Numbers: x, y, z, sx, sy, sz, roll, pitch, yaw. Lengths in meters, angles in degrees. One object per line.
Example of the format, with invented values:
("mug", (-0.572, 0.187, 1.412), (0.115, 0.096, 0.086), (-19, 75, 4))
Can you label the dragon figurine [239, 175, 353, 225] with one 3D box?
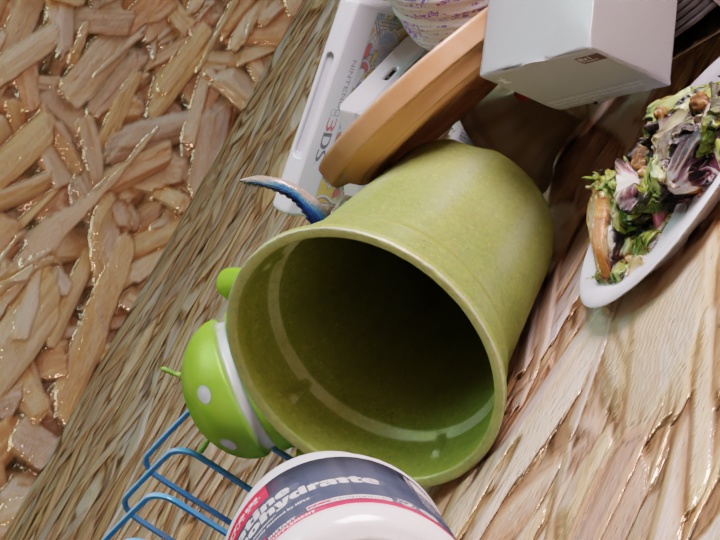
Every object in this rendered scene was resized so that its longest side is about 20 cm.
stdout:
("dragon figurine", (0.000, 0.000, 1.788), (0.059, 0.199, 0.100), (14, 85, 67))

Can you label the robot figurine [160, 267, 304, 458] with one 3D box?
("robot figurine", (-0.049, 0.072, 1.908), (0.199, 0.176, 0.116), (-22, 15, 6))

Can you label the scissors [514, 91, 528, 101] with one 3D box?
("scissors", (0.154, -0.202, 1.706), (0.200, 0.014, 0.073), (-61, 3, 40))

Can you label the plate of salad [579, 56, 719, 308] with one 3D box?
("plate of salad", (0.187, -0.067, 1.527), (0.200, 0.048, 0.200), (-54, 10, 14))

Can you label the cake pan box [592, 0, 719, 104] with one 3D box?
("cake pan box", (0.230, -0.222, 1.695), (0.184, 0.052, 0.201), (-32, 27, 44))

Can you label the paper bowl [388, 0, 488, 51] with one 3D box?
("paper bowl", (0.118, -0.238, 1.884), (0.200, 0.105, 0.201), (-25, 32, 17))

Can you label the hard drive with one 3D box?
("hard drive", (0.026, -0.071, 1.990), (0.132, 0.027, 0.201), (-49, -35, -47))

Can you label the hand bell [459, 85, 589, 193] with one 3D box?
("hand bell", (0.174, -0.154, 1.809), (0.200, 0.104, 0.104), (-38, 18, 27))

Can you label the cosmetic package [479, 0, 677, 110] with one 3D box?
("cosmetic package", (0.149, -0.215, 1.622), (0.107, 0.090, 0.201), (-7, 73, 49))

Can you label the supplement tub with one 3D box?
("supplement tub", (-0.008, 0.184, 1.417), (0.141, 0.140, 0.200), (-56, 10, 2))

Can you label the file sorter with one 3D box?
("file sorter", (-0.137, 0.228, 1.957), (0.139, 0.122, 0.200), (-44, 16, 49))

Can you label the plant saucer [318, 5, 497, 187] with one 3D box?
("plant saucer", (0.056, -0.123, 1.723), (0.200, 0.032, 0.200), (-40, -4, -3))

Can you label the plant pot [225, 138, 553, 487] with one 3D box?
("plant pot", (0.039, 0.011, 1.661), (0.200, 0.200, 0.184), (-48, 3, 43))

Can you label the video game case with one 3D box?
("video game case", (0.029, -0.126, 2.029), (0.023, 0.199, 0.183), (30, 107, 38))

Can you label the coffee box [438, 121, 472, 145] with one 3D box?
("coffee box", (0.103, -0.107, 1.955), (0.201, 0.080, 0.113), (-63, 10, -29))
